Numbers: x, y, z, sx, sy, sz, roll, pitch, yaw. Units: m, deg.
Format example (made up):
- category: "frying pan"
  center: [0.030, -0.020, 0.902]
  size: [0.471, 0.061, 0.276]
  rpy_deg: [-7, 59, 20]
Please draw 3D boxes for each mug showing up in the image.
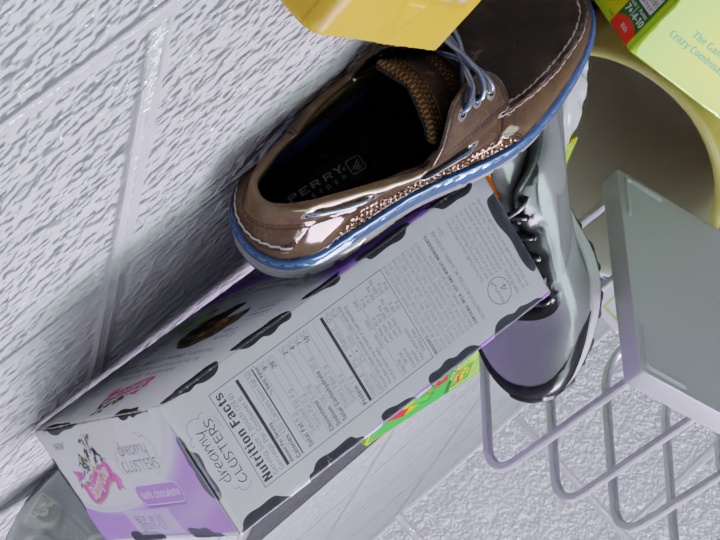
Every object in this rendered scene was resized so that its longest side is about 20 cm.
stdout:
- category: "mug"
  center: [0.185, -0.098, 1.255]
  size: [0.186, 0.150, 0.153]
  rpy_deg: [-4, -152, 39]

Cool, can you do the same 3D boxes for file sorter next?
- category: "file sorter"
  center: [0.177, 0.070, 1.194]
  size: [0.124, 0.199, 0.139]
  rpy_deg: [-40, -146, 36]

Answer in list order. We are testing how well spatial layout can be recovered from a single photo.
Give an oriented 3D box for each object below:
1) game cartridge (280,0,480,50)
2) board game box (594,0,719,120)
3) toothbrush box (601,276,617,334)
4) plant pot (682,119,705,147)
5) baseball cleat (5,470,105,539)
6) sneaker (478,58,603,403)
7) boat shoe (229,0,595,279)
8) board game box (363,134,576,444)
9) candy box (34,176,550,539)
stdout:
- category: "game cartridge"
  center: [0.065, -0.165, 0.823]
  size: [0.200, 0.032, 0.176]
  rpy_deg: [-44, 171, 15]
- category: "board game box"
  center: [0.191, -0.104, 1.078]
  size: [0.200, 0.102, 0.048]
  rpy_deg: [31, 112, -36]
- category: "toothbrush box"
  center: [0.319, -0.012, 2.423]
  size: [0.146, 0.086, 0.200]
  rpy_deg: [-45, 169, 11]
- category: "plant pot"
  center: [0.231, -0.033, 1.410]
  size: [0.134, 0.201, 0.200]
  rpy_deg: [-21, 172, 6]
- category: "baseball cleat"
  center: [-0.126, 0.130, 1.228]
  size: [0.200, 0.070, 0.107]
  rpy_deg: [-35, 167, -38]
- category: "sneaker"
  center: [0.073, -0.029, 1.077]
  size: [0.074, 0.201, 0.079]
  rpy_deg: [2, -162, 23]
- category: "boat shoe"
  center: [0.030, -0.070, 0.972]
  size: [0.200, 0.072, 0.072]
  rpy_deg: [-41, 169, -13]
- category: "board game box"
  center: [0.045, 0.000, 1.235]
  size: [0.101, 0.048, 0.201]
  rpy_deg: [-29, 152, -37]
- category: "candy box"
  center: [-0.036, 0.044, 1.046]
  size: [0.200, 0.072, 0.168]
  rpy_deg: [-37, -170, -26]
